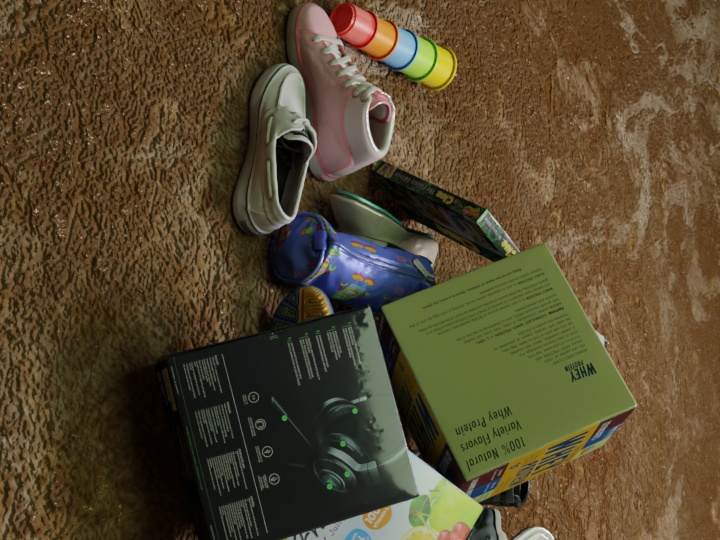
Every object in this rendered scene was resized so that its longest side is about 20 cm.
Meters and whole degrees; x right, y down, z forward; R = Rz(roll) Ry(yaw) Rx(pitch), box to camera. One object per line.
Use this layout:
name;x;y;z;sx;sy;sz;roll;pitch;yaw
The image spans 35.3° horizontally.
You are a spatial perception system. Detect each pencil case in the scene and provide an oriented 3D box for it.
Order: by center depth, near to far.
pencil case;0.000;0.000;1.201;0.200;0.087;0.078;20;57;-43

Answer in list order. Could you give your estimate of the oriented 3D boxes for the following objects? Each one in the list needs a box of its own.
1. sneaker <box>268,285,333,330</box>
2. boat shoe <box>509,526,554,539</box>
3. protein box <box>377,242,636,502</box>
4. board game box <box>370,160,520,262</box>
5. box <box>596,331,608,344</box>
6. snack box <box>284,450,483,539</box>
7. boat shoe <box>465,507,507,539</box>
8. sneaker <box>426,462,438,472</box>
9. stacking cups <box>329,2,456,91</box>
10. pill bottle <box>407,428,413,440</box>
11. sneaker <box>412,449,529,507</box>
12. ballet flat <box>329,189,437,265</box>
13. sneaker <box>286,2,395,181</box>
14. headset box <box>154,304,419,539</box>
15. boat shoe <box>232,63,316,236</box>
sneaker;-0.043;0.113;1.151;0.088;0.075;0.201;-11;99;-63
boat shoe;0.146;0.371;1.275;0.074;0.060;0.201;32;86;-18
protein box;0.144;0.115;1.196;0.135;0.198;0.201;97;-31;-64
board game box;0.100;-0.063;1.300;0.023;0.200;0.105;-52;130;-6
box;0.237;0.086;1.505;0.200;0.122;0.048;37;48;-44
snack box;-0.003;0.225;1.070;0.200;0.053;0.142;38;72;-9
boat shoe;0.116;0.293;1.242;0.200;0.062;0.073;149;-38;-89
sneaker;-0.005;0.267;1.146;0.200;0.086;0.080;-57;169;-19
stacking cups;0.042;-0.274;1.376;0.200;0.060;0.061;14;70;-53
pill bottle;0.123;0.118;1.341;0.112;0.111;0.200;55;42;-31
sneaker;0.128;0.244;1.325;0.200;0.099;0.071;13;72;-52
ballet flat;0.026;-0.033;1.292;0.200;0.069;0.070;23;62;-52
sneaker;-0.015;-0.205;1.240;0.075;0.104;0.201;-2;82;-53
headset box;-0.060;0.136;0.989;0.199;0.093;0.175;-15;86;-17
boat shoe;-0.078;-0.131;1.159;0.072;0.065;0.201;43;49;-41
